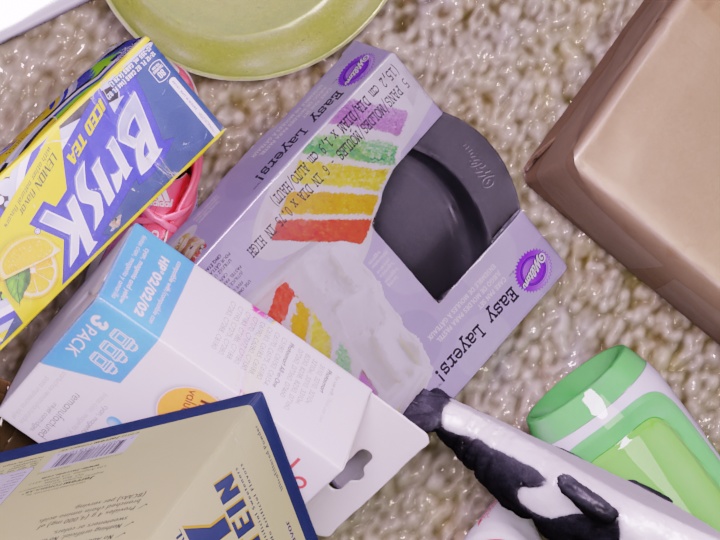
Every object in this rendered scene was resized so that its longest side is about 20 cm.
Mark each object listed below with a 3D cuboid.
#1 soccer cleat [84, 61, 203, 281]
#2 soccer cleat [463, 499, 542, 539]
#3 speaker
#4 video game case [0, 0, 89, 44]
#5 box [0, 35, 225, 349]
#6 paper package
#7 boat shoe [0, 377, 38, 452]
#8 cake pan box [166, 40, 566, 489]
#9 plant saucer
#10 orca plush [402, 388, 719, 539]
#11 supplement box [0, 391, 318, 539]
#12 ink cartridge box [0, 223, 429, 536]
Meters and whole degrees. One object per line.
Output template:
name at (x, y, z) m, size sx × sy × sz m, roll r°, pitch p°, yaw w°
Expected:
soccer cleat at (-0.118, -0.018, 1.526) m, size 0.066 × 0.076 × 0.202 m, roll 3°, pitch 87°, yaw -12°
soccer cleat at (0.119, 0.219, 1.576) m, size 0.068 × 0.085 × 0.201 m, roll -22°, pitch 114°, yaw 27°
speaker at (0.183, 0.144, 1.582) m, size 0.088 × 0.088 × 0.200 m, roll -38°, pitch 96°, yaw -11°
video game case at (-0.214, -0.234, 1.540) m, size 0.181 × 0.024 × 0.201 m, roll -28°, pitch 94°, yaw -12°
box at (-0.168, -0.031, 1.432) m, size 0.200 × 0.064 × 0.070 m, roll -45°, pitch 106°, yaw -16°
paper package at (0.229, -0.068, 1.591) m, size 0.200 × 0.103 × 0.191 m, roll 38°, pitch 79°, yaw -8°
boat shoe at (-0.161, 0.118, 1.517) m, size 0.200 × 0.066 × 0.074 m, roll 42°, pitch 79°, yaw -21°
cake pan box at (0.000, 0.000, 1.535) m, size 0.200 × 0.052 × 0.184 m, roll -47°, pitch 121°, yaw -12°
plant saucer at (-0.063, -0.208, 1.540) m, size 0.198 × 0.031 × 0.202 m, roll -7°, pitch 112°, yaw -19°
orca plush at (0.103, 0.138, 1.493) m, size 0.199 × 0.105 × 0.072 m, roll 25°, pitch 96°, yaw 7°
supplement box at (-0.141, 0.178, 1.351) m, size 0.199 × 0.200 × 0.135 m, roll -14°, pitch 106°, yaw 22°
ink cartridge box at (-0.076, 0.082, 1.454) m, size 0.199 × 0.115 × 0.068 m, roll 35°, pitch 40°, yaw -11°
